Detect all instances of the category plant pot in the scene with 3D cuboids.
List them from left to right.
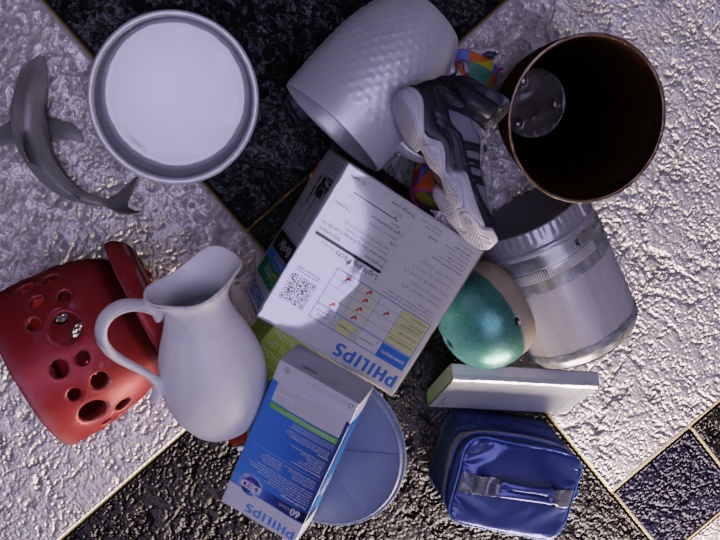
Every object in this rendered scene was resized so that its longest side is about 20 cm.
[{"bbox_3d":[-0.317,0.079,1.190,0.181,0.200,0.202,-28,107,-9],"label":"plant pot"},{"bbox_3d":[0.239,-0.192,1.200,0.184,0.200,0.190,-2,104,-8],"label":"plant pot"}]

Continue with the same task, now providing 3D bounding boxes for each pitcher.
[{"bbox_3d":[-0.191,0.096,1.087,0.170,0.121,0.202,-21,125,-18],"label":"pitcher"}]

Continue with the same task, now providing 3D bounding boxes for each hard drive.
[{"bbox_3d":[0.200,0.159,1.328,0.197,0.132,0.027,5,66,-10],"label":"hard drive"}]

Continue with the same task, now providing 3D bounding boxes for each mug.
[{"bbox_3d":[0.043,-0.212,1.152,0.200,0.148,0.176,42,87,4],"label":"mug"}]

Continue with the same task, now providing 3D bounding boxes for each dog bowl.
[{"bbox_3d":[-0.222,-0.208,1.187,0.197,0.079,0.203,-2,104,-8],"label":"dog bowl"}]

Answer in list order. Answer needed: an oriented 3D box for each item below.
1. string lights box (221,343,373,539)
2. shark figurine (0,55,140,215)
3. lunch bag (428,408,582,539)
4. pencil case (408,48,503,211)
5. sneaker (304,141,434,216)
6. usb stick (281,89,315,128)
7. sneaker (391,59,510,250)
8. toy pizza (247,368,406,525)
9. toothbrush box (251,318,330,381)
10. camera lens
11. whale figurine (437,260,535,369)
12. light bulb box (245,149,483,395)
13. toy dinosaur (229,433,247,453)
[{"bbox_3d":[-0.073,0.198,1.124,0.102,0.059,0.202,28,112,10],"label":"string lights box"},{"bbox_3d":[-0.366,-0.129,1.183,0.128,0.090,0.215,-35,105,3],"label":"shark figurine"},{"bbox_3d":[0.203,0.282,1.352,0.197,0.132,0.138,11,103,-11],"label":"lunch bag"},{"bbox_3d":[0.118,-0.172,1.216,0.087,0.088,0.202,17,78,-13],"label":"pencil case"},{"bbox_3d":[0.015,-0.073,1.274,0.199,0.071,0.093,38,114,-18],"label":"sneaker"},{"bbox_3d":[-0.008,-0.254,1.234,0.199,0.033,0.056,-37,114,2],"label":"usb stick"},{"bbox_3d":[0.125,-0.130,1.088,0.113,0.075,0.201,-32,102,-13],"label":"sneaker"},{"bbox_3d":[-0.039,0.203,1.164,0.198,0.032,0.203,5,106,18],"label":"toy pizza"},{"bbox_3d":[-0.043,0.082,1.287,0.145,0.086,0.200,42,93,-17],"label":"toothbrush box"},{"bbox_3d":[0.253,0.012,1.276,0.159,0.160,0.202,-28,107,-1],"label":"camera lens"},{"bbox_3d":[0.128,0.058,1.246,0.103,0.199,0.160,-35,111,-21],"label":"whale figurine"},{"bbox_3d":[0.000,0.000,1.164,0.197,0.125,0.201,31,95,-17],"label":"light bulb box"},{"bbox_3d":[-0.080,0.208,1.259,0.179,0.105,0.203,16,101,18],"label":"toy dinosaur"}]
